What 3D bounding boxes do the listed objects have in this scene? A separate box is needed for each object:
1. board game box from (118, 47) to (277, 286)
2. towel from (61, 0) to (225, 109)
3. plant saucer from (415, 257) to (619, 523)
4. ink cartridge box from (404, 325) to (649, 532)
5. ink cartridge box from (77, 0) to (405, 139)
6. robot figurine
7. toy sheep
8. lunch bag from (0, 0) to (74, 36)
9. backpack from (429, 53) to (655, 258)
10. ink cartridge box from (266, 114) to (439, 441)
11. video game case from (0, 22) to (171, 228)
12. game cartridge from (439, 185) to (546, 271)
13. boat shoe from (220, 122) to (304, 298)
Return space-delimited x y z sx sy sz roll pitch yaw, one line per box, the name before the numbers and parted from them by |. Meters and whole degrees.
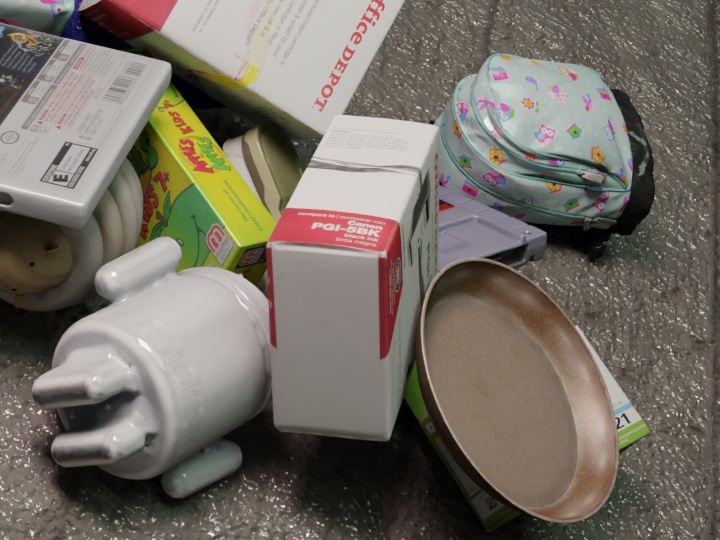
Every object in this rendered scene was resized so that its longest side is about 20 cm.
board game box | -0.145 -0.060 1.317 0.047 0.102 0.200 -14 57 -43
towel | -0.171 -0.235 1.430 0.146 0.202 0.050 4 3 -17
plant saucer | 0.105 0.087 1.240 0.199 0.032 0.202 28 46 -34
ink cartridge box | 0.106 0.078 1.349 0.147 0.076 0.201 -19 72 -47
ink cartridge box | -0.089 -0.210 1.356 0.199 0.146 0.145 32 -7 -17
robot figurine | -0.126 0.067 1.181 0.200 0.112 0.171 -30 110 -50
toy sheep | -0.215 -0.042 1.226 0.137 0.138 0.200 32 31 -2
lunch bag | -0.329 -0.255 1.382 0.169 0.122 0.201 6 50 -31
backpack | 0.160 -0.116 1.590 0.198 0.127 0.168 7 47 -26
ink cartridge box | 0.000 0.000 1.215 0.082 0.148 0.200 5 30 11
video game case | -0.240 -0.107 1.183 0.180 0.023 0.201 14 36 4
game cartridge | 0.045 -0.025 1.440 0.129 0.039 0.199 30 30 32
boat shoe | -0.063 -0.008 1.347 0.075 0.068 0.202 6 64 -56
